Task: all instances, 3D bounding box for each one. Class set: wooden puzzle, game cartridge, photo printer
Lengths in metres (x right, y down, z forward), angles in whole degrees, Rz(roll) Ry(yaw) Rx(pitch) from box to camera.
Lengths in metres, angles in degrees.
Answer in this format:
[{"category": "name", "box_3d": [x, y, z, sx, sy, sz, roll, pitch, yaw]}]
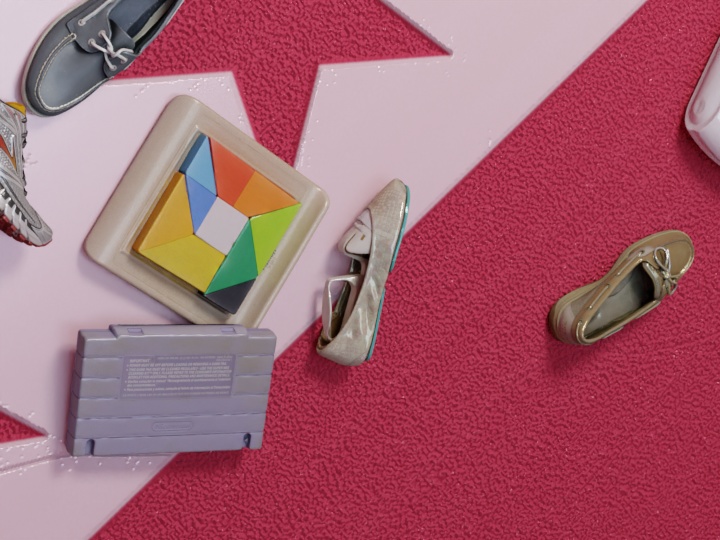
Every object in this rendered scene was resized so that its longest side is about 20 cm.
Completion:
[{"category": "wooden puzzle", "box_3d": [-0.144, -0.045, 1.715, 0.200, 0.037, 0.185, 34, 83, -29]}, {"category": "game cartridge", "box_3d": [-0.184, 0.115, 1.714, 0.199, 0.038, 0.130, 1, 105, -26]}, {"category": "photo printer", "box_3d": [0.464, -0.203, 1.993, 0.166, 0.069, 0.201, 26, 87, -30]}]

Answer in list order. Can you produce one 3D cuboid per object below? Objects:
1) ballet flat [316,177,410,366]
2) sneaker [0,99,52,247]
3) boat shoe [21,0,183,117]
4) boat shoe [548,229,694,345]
[{"category": "ballet flat", "box_3d": [0.000, 0.000, 1.787, 0.062, 0.067, 0.201, 12, 94, -20]}, {"category": "sneaker", "box_3d": [-0.326, -0.110, 1.581, 0.082, 0.078, 0.200, -33, 114, -20]}, {"category": "boat shoe", "box_3d": [-0.233, -0.219, 1.618, 0.200, 0.062, 0.073, -47, 117, -13]}, {"category": "boat shoe", "box_3d": [0.303, 0.022, 1.954, 0.200, 0.063, 0.073, -28, 112, -21]}]
